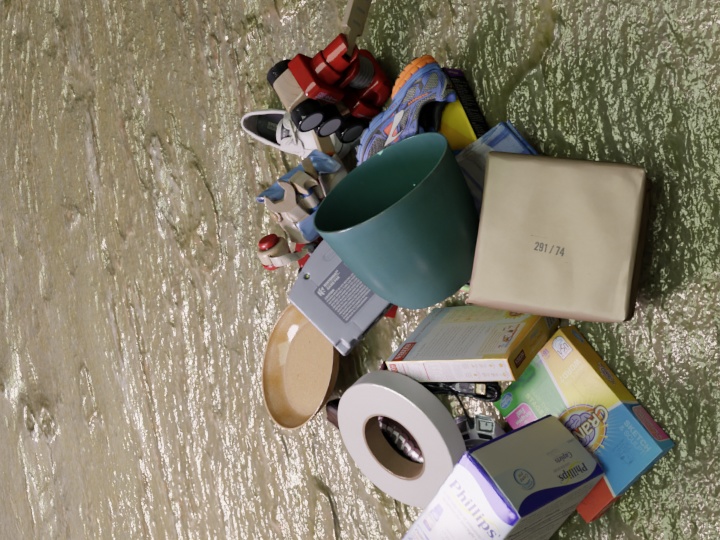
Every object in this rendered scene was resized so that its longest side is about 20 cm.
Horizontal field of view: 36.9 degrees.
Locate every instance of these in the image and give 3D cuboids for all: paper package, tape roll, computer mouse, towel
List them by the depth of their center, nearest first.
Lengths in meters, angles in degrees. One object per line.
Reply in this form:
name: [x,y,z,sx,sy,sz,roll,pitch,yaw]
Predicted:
paper package: [0.244,-0.039,1.318,0.197,0.103,0.194,8,91,20]
towel: [0.166,-0.093,1.439,0.147,0.024,0.199,47,126,-9]
computer mouse: [0.161,0.220,1.463,0.108,0.044,0.202,-6,123,28]
tape roll: [0.055,0.231,1.474,0.201,0.037,0.205,24,132,29]

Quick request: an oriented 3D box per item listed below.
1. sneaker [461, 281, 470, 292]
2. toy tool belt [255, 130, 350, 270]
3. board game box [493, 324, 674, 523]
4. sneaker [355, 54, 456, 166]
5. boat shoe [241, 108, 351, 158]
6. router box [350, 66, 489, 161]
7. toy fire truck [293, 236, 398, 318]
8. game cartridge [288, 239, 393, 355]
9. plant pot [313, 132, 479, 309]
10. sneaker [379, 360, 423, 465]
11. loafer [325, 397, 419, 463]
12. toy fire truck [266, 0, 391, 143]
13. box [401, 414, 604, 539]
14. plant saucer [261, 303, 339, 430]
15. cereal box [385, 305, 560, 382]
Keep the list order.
sneaker: [0.197,-0.007,1.434,0.197,0.076,0.085,4,92,26]
toy tool belt: [-0.094,-0.108,1.567,0.124,0.200,0.124,8,134,53]
board game box: [0.285,0.198,1.398,0.201,0.040,0.154,51,123,24]
sneaker: [0.060,-0.189,1.461,0.078,0.075,0.202,44,120,27]
boat shoe: [-0.102,-0.214,1.663,0.198,0.065,0.073,24,109,36]
router box: [0.089,-0.165,1.517,0.199,0.051,0.151,-36,70,36]
toy fire truck: [-0.020,-0.003,1.592,0.200,0.139,0.049,-115,39,-65]
game cartridge: [0.000,0.000,1.496,0.133,0.041,0.200,43,88,10]
plant pot: [0.065,-0.051,1.378,0.199,0.202,0.162,-17,119,39]
sneaker: [0.085,0.196,1.544,0.199,0.075,0.117,32,110,34]
loafer: [0.018,0.260,1.604,0.199,0.072,0.072,33,115,33]
toy fire truck: [-0.016,-0.300,1.522,0.199,0.175,0.130,-40,69,23]
box: [0.176,0.300,1.359,0.105,0.182,0.201,49,130,25]
plant saucer: [-0.087,0.147,1.675,0.199,0.035,0.204,-22,63,49]
cereal box: [0.148,0.095,1.436,0.198,0.144,0.040,-6,116,41]
